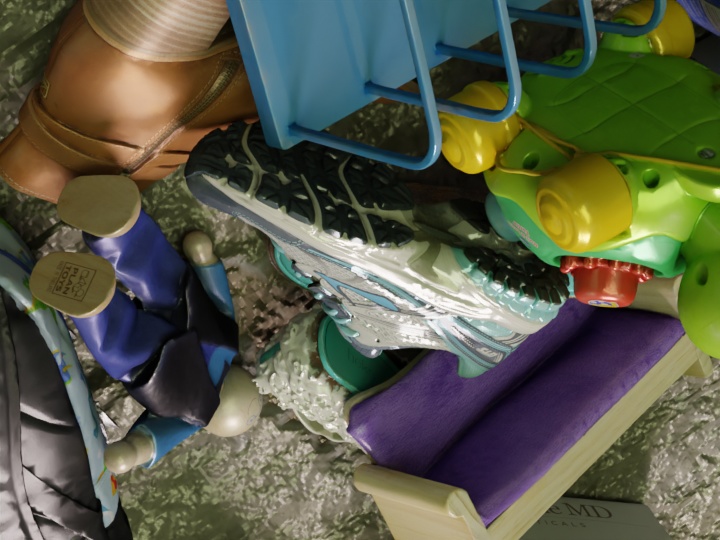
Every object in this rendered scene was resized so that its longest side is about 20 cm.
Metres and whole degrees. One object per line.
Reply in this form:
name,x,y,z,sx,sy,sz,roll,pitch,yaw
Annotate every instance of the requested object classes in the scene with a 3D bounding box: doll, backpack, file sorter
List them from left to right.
backpack,-0.207,0.064,0.738,0.161,0.155,0.201,-11,137,-5
doll,-0.100,0.037,0.755,0.048,0.138,0.200,6,156,21
file sorter,0.050,-0.149,0.648,0.199,0.122,0.140,-32,121,-28

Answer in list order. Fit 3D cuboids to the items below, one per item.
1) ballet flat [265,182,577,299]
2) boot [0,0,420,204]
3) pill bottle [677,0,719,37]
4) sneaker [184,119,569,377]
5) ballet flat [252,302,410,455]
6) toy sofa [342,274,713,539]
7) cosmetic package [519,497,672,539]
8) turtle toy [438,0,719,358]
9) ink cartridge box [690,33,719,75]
ballet flat,0.049,-0.017,0.798,0.197,0.068,0.069,5,120,-2
boot,-0.072,-0.086,0.741,0.199,0.074,0.155,15,128,-43
pill bottle,0.213,-0.154,0.714,0.111,0.200,0.114,-6,114,-13
sneaker,0.000,0.000,0.723,0.198,0.078,0.087,24,124,-17
ballet flat,0.017,0.085,0.844,0.072,0.072,0.200,-46,123,7
toy sofa,0.091,0.066,0.796,0.199,0.082,0.098,-39,116,-28
cosmetic package,0.112,0.251,0.861,0.165,0.200,0.168,7,111,-18
turtle toy,0.133,-0.034,0.684,0.145,0.200,0.102,-27,135,-21
ink cartridge box,0.247,-0.024,0.809,0.083,0.146,0.201,-30,117,0
